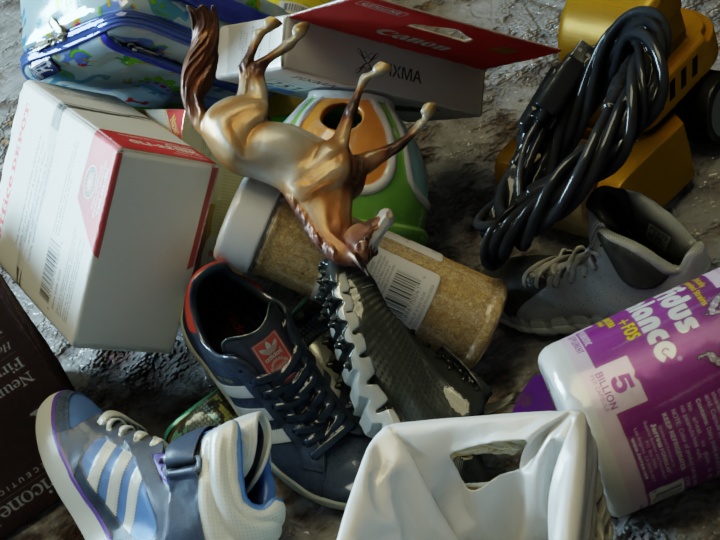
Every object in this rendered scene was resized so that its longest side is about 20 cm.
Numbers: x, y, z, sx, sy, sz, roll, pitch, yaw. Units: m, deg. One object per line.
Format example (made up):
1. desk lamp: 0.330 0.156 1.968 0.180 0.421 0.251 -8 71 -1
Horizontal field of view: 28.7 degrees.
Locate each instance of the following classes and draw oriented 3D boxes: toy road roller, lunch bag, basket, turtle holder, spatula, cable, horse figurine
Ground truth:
1. toy road roller: 0.189 -0.135 1.067 0.122 0.147 0.200 19 54 46
2. lunch bag: -0.160 -0.183 1.122 0.160 0.199 0.083 -12 74 38
3. basket: 0.063 0.190 0.748 0.134 0.124 0.201 -7 40 23
4. turtle holder: -0.003 -0.064 1.090 0.140 0.185 0.133 4 88 32
5. spatula: 0.075 0.092 0.955 0.198 0.021 0.057 -1 36 33
6. cable: 0.145 -0.082 0.950 0.201 0.051 0.163 -57 15 -5
7. horse figurine: -0.045 -0.095 0.930 0.199 0.050 0.133 30 78 11

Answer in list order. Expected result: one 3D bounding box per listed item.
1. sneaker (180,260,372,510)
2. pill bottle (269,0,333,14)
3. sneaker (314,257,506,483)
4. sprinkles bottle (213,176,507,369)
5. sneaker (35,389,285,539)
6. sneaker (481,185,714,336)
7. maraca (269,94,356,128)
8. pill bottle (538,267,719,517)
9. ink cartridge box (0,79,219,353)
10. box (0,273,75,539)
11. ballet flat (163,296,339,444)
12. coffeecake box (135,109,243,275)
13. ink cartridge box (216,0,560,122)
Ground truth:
1. sneaker: -0.053 0.074 0.940 0.075 0.085 0.200 -39 70 -22
2. pill bottle: -0.071 -0.241 1.396 0.111 0.113 0.201 -14 36 15
3. sneaker: 0.035 0.074 0.907 0.090 0.067 0.202 -17 74 -16
4. sprinkles bottle: 0.000 0.000 0.972 0.198 0.069 0.069 24 45 -3
5. sneaker: -0.123 0.125 0.935 0.146 0.080 0.201 -40 55 10
6. sneaker: 0.156 -0.013 0.958 0.198 0.116 0.075 8 46 38
7. maraca: -0.055 -0.131 1.239 0.198 0.108 0.137 -2 10 38
8. pill bottle: 0.215 0.058 0.835 0.198 0.113 0.113 -24 35 2
9. ink cartridge box: -0.197 -0.044 1.044 0.083 0.146 0.200 7 16 -35
10. box: -0.318 0.083 1.055 0.165 0.201 0.164 -33 35 -10
11. ballet flat: -0.052 0.084 1.020 0.200 0.075 0.074 -45 39 -22
12. coffeecake box: -0.168 -0.049 1.140 0.199 0.072 0.155 8 91 55
13. ink cartridge box: 0.020 -0.153 1.055 0.175 0.198 0.045 1 85 52
